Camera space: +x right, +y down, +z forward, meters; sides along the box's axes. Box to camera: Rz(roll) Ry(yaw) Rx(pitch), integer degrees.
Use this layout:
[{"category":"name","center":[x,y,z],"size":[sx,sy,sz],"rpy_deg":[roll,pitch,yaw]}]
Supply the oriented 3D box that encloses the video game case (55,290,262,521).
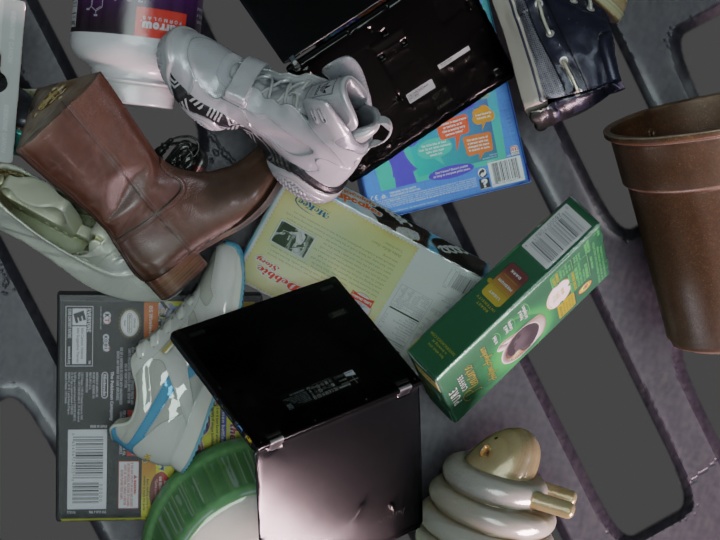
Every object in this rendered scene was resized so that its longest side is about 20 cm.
[{"category":"video game case","center":[-0.177,0.119,1.651],"size":[0.178,0.025,0.203],"rpy_deg":[0,96,-10]}]

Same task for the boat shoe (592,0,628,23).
[{"category":"boat shoe","center":[0.176,-0.308,1.660],"size":[0.065,0.072,0.200],"rpy_deg":[-42,91,-2]}]

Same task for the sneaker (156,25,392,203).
[{"category":"sneaker","center":[-0.067,-0.148,1.540],"size":[0.199,0.115,0.075],"rpy_deg":[39,47,-14]}]

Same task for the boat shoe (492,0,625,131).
[{"category":"boat shoe","center":[0.167,-0.227,1.637],"size":[0.092,0.075,0.202],"rpy_deg":[-17,78,10]}]

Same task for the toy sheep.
[{"category":"toy sheep","center":[0.112,0.233,1.650],"size":[0.136,0.138,0.202],"rpy_deg":[16,96,-7]}]

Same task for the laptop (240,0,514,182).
[{"category":"laptop","center":[0.007,-0.216,1.630],"size":[0.176,0.103,0.201],"rpy_deg":[-33,120,-3]}]

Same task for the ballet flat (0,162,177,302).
[{"category":"ballet flat","center":[-0.241,-0.034,1.608],"size":[0.198,0.069,0.070],"rpy_deg":[27,90,4]}]

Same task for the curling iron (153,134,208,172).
[{"category":"curling iron","center":[-0.183,-0.024,1.657],"size":[0.049,0.026,0.202],"rpy_deg":[19,96,14]}]

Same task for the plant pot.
[{"category":"plant pot","center":[0.327,-0.044,1.635],"size":[0.198,0.200,0.201],"rpy_deg":[-14,101,-5]}]

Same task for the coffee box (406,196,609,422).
[{"category":"coffee box","center":[0.131,0.035,1.638],"size":[0.200,0.123,0.044],"rpy_deg":[-44,67,-6]}]

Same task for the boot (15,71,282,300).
[{"category":"boot","center":[-0.170,-0.106,1.563],"size":[0.187,0.064,0.200],"rpy_deg":[-49,113,-18]}]

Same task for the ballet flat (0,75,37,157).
[{"category":"ballet flat","center":[-0.243,-0.109,1.624],"size":[0.198,0.073,0.074],"rpy_deg":[27,90,-2]}]

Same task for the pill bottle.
[{"category":"pill bottle","center":[-0.188,-0.242,1.600],"size":[0.111,0.112,0.203],"rpy_deg":[5,92,-6]}]

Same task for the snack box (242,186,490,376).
[{"category":"snack box","center":[0.000,0.000,1.648],"size":[0.199,0.037,0.117],"rpy_deg":[28,116,-7]}]

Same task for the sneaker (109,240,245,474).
[{"category":"sneaker","center":[-0.151,0.067,1.599],"size":[0.080,0.077,0.202],"rpy_deg":[19,89,-4]}]

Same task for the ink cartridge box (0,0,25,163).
[{"category":"ink cartridge box","center":[-0.378,-0.184,1.568],"size":[0.198,0.047,0.161],"rpy_deg":[11,125,-2]}]

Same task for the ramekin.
[{"category":"ramekin","center":[-0.086,0.254,1.622],"size":[0.198,0.098,0.202],"rpy_deg":[-3,104,-12]}]

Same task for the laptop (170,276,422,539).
[{"category":"laptop","center":[-0.049,0.135,1.568],"size":[0.186,0.116,0.200],"rpy_deg":[-18,59,-41]}]

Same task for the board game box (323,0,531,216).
[{"category":"board game box","center":[0.055,-0.158,1.665],"size":[0.150,0.045,0.202],"rpy_deg":[-13,95,-5]}]
